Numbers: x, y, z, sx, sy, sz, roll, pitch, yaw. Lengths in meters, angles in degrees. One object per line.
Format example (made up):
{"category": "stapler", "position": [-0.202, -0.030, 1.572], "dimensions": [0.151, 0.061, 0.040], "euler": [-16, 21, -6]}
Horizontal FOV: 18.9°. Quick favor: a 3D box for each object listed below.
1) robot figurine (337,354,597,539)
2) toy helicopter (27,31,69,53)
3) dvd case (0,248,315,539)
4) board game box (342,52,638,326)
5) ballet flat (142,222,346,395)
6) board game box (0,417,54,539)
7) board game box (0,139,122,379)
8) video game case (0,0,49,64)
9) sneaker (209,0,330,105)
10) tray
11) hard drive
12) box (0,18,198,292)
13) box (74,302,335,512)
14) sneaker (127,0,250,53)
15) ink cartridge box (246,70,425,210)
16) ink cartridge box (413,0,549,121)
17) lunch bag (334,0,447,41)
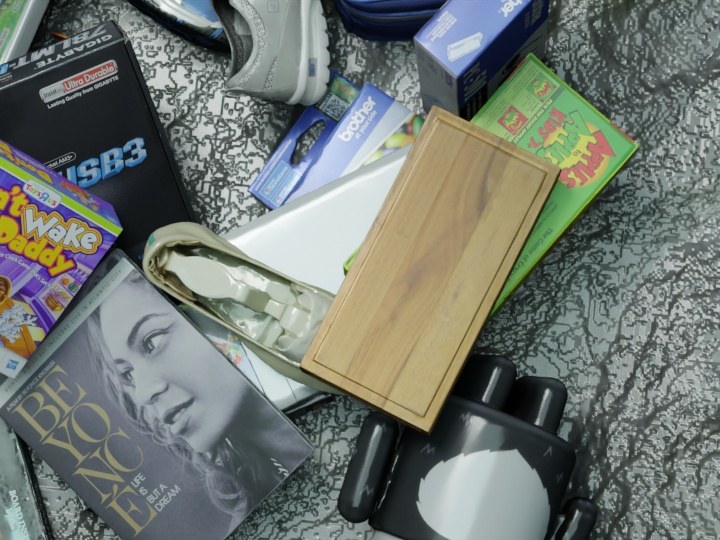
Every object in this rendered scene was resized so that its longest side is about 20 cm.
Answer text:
{"category": "robot figurine", "position": [0.076, 0.160, 1.502], "dimensions": [0.150, 0.125, 0.201], "euler": [19, 82, 25]}
{"category": "toy helicopter", "position": [-0.244, -0.150, 1.604], "dimensions": [0.132, 0.079, 0.200], "euler": [-37, 68, 4]}
{"category": "dvd case", "position": [-0.152, 0.106, 1.529], "dimensions": [0.200, 0.016, 0.149], "euler": [45, 100, 1]}
{"category": "board game box", "position": [0.090, -0.042, 1.509], "dimensions": [0.102, 0.048, 0.200], "euler": [41, 85, 5]}
{"category": "ballet flat", "position": [-0.064, 0.028, 1.498], "dimensions": [0.199, 0.069, 0.070], "euler": [27, 84, 5]}
{"category": "board game box", "position": [-0.308, 0.148, 1.581], "dimensions": [0.135, 0.028, 0.201], "euler": [-18, 80, 1]}
{"category": "board game box", "position": [-0.282, -0.031, 1.460], "dimensions": [0.200, 0.045, 0.135], "euler": [31, 102, -28]}
{"category": "video game case", "position": [-0.328, -0.165, 1.595], "dimensions": [0.181, 0.022, 0.201], "euler": [15, 76, 28]}
{"category": "sneaker", "position": [-0.074, -0.216, 1.544], "dimensions": [0.082, 0.075, 0.201], "euler": [-7, 84, -24]}
{"category": "tray", "position": [0.048, 0.000, 1.460], "dimensions": [0.098, 0.037, 0.201], "euler": [26, 82, 6]}
{"category": "hard drive", "position": [0.000, 0.000, 1.545], "dimensions": [0.199, 0.027, 0.132], "euler": [-26, 83, -1]}
{"category": "box", "position": [-0.227, -0.050, 1.525], "dimensions": [0.199, 0.050, 0.199], "euler": [-23, 122, -9]}
{"category": "box", "position": [-0.130, 0.085, 1.575], "dimensions": [0.199, 0.035, 0.110], "euler": [-25, 80, 0]}
{"category": "sneaker", "position": [-0.154, -0.235, 1.606], "dimensions": [0.200, 0.076, 0.077], "euler": [37, 86, 10]}
{"category": "ink cartridge box", "position": [0.027, -0.051, 1.585], "dimensions": [0.200, 0.042, 0.120], "euler": [35, 85, 10]}
{"category": "ink cartridge box", "position": [0.086, -0.156, 1.514], "dimensions": [0.044, 0.200, 0.094], "euler": [43, 86, 9]}
{"category": "lunch bag", "position": [0.040, -0.275, 1.571], "dimensions": [0.135, 0.132, 0.201], "euler": [-4, 81, 3]}
